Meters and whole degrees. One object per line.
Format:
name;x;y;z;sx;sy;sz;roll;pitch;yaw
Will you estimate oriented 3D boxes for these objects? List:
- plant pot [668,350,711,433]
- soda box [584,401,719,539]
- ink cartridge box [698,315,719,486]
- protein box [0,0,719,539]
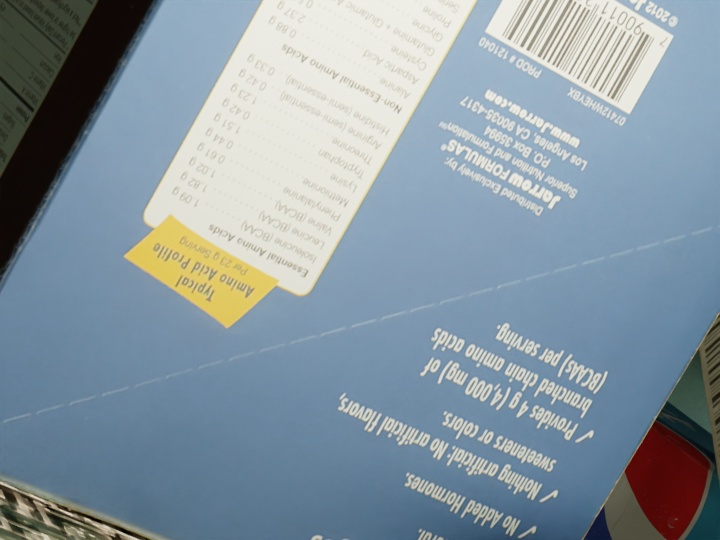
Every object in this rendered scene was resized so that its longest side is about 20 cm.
plant pot;0.175;0.011;1.035;0.188;0.200;0.200;36;5;-21
soda box;0.108;0.091;0.870;0.068;0.064;0.200;23;10;-43
ink cartridge box;0.196;0.016;0.882;0.199;0.043;0.199;20;46;-27
protein box;-0.011;-0.033;0.694;0.198;0.200;0.135;25;9;-33
